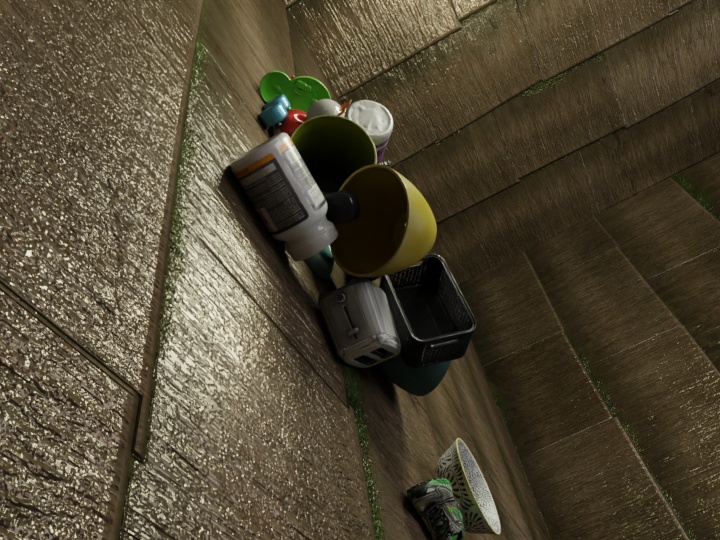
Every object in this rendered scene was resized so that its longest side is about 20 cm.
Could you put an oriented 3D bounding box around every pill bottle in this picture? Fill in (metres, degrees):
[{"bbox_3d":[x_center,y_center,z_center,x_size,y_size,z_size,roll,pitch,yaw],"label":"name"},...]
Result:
[{"bbox_3d":[-0.127,-0.124,1.102,0.201,0.116,0.117,60,11,-17],"label":"pill bottle"},{"bbox_3d":[0.000,-0.285,1.471,0.200,0.111,0.113,113,-41,-59],"label":"pill bottle"}]

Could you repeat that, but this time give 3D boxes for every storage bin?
[{"bbox_3d":[0.126,0.077,1.263,0.094,0.134,0.201,100,-25,-49],"label":"storage bin"}]

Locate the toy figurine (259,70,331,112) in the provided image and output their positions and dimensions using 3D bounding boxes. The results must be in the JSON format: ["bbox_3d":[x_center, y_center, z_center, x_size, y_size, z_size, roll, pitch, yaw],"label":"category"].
[{"bbox_3d":[-0.189,-0.460,1.665,0.199,0.151,0.184,27,15,-29],"label":"toy figurine"}]

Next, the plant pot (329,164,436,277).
[{"bbox_3d":[0.058,-0.078,1.171,0.141,0.200,0.201,12,47,-45],"label":"plant pot"}]

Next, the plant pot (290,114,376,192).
[{"bbox_3d":[-0.070,-0.204,1.394,0.200,0.186,0.188,112,-45,-70],"label":"plant pot"}]

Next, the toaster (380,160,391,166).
[{"bbox_3d":[-0.003,-0.184,1.611,0.119,0.198,0.182,109,-28,-43],"label":"toaster"}]

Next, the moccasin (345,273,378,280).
[{"bbox_3d":[0.000,0.000,1.497,0.081,0.068,0.200,50,-12,0],"label":"moccasin"}]

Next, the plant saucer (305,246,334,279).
[{"bbox_3d":[-0.105,-0.078,1.325,0.201,0.027,0.200,60,11,-19],"label":"plant saucer"}]

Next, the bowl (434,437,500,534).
[{"bbox_3d":[0.204,0.461,1.317,0.202,0.094,0.201,59,11,-19],"label":"bowl"}]

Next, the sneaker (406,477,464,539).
[{"bbox_3d":[0.147,0.440,1.146,0.200,0.078,0.086,55,14,-38],"label":"sneaker"}]

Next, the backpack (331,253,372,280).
[{"bbox_3d":[0.028,-0.083,1.324,0.126,0.201,0.167,38,-6,0],"label":"backpack"}]

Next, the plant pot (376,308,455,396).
[{"bbox_3d":[0.093,0.151,1.363,0.134,0.201,0.201,21,29,-21],"label":"plant pot"}]

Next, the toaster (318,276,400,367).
[{"bbox_3d":[0.005,0.103,1.196,0.200,0.113,0.130,41,28,-67],"label":"toaster"}]

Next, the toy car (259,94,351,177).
[{"bbox_3d":[-0.103,-0.347,1.506,0.185,0.199,0.177,58,12,-23],"label":"toy car"}]

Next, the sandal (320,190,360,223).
[{"bbox_3d":[-0.079,-0.118,1.185,0.043,0.199,0.077,-32,123,-46],"label":"sandal"}]
